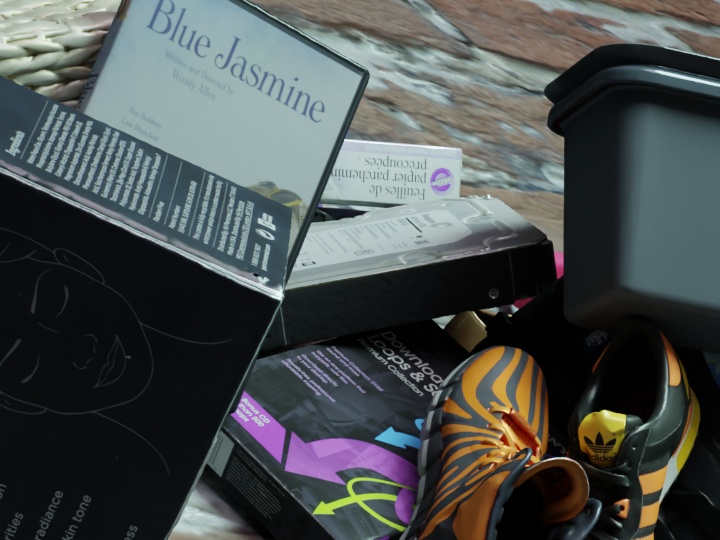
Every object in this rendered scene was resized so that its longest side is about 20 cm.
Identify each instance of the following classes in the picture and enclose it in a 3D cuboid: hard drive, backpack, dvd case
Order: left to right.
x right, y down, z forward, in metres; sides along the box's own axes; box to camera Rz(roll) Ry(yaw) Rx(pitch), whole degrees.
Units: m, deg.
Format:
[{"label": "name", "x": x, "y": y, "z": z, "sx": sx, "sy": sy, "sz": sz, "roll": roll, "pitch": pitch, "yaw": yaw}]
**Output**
[{"label": "dvd case", "x": -0.088, "y": -0.045, "z": 1.432, "sx": 0.142, "sy": 0.201, "sz": 0.018, "roll": 27, "pitch": -13, "yaw": -25}, {"label": "hard drive", "x": 0.000, "y": 0.000, "z": 1.598, "sx": 0.199, "sy": 0.038, "sz": 0.140, "roll": -10, "pitch": 15, "yaw": -10}, {"label": "backpack", "x": 0.170, "y": 0.099, "z": 1.583, "sx": 0.154, "sy": 0.163, "sz": 0.200, "roll": 37, "pitch": 18, "yaw": -40}]

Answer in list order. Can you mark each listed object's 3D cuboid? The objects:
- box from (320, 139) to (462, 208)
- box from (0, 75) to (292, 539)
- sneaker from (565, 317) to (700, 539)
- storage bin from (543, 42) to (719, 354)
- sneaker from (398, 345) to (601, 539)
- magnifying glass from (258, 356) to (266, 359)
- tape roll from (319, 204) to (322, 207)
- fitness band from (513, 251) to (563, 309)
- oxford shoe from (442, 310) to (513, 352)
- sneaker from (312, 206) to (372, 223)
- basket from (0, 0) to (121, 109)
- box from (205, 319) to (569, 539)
[{"label": "box", "x": -0.034, "y": -0.062, "z": 1.699, "sx": 0.199, "sy": 0.039, "sz": 0.041, "roll": 3, "pitch": -1, "yaw": -26}, {"label": "box", "x": -0.159, "y": 0.034, "z": 1.254, "sx": 0.196, "sy": 0.201, "sz": 0.124, "roll": 24, "pitch": 18, "yaw": -8}, {"label": "sneaker", "x": 0.125, "y": 0.117, "z": 1.450, "sx": 0.070, "sy": 0.090, "sz": 0.201, "roll": 6, "pitch": 56, "yaw": 22}, {"label": "storage bin", "x": 0.195, "y": -0.026, "z": 1.520, "sx": 0.199, "sy": 0.135, "sz": 0.145, "roll": 12, "pitch": -16, "yaw": -16}, {"label": "sneaker", "x": 0.081, "y": 0.106, "z": 1.406, "sx": 0.077, "sy": 0.112, "sz": 0.201, "roll": 36, "pitch": 47, "yaw": -19}, {"label": "magnifying glass", "x": -0.001, "y": 0.110, "z": 1.527, "sx": 0.200, "sy": 0.022, "sz": 0.079, "roll": 40, "pitch": 27, "yaw": 26}, {"label": "tape roll", "x": -0.109, "y": -0.100, "z": 1.795, "sx": 0.199, "sy": 0.066, "sz": 0.200, "roll": 20, "pitch": 12, "yaw": -4}, {"label": "fitness band", "x": 0.187, "y": 0.040, "z": 1.912, "sx": 0.199, "sy": 0.038, "sz": 0.144, "roll": 19, "pitch": 21, "yaw": -24}, {"label": "oxford shoe", "x": 0.133, "y": 0.069, "z": 1.728, "sx": 0.199, "sy": 0.072, "sz": 0.071, "roll": 16, "pitch": 21, "yaw": -32}, {"label": "sneaker", "x": -0.027, "y": -0.006, "z": 1.730, "sx": 0.199, "sy": 0.075, "sz": 0.079, "roll": 5, "pitch": 6, "yaw": -41}, {"label": "basket", "x": -0.210, "y": -0.081, "z": 1.469, "sx": 0.199, "sy": 0.124, "sz": 0.135, "roll": -9, "pitch": 22, "yaw": -25}, {"label": "box", "x": 0.011, "y": 0.093, "z": 1.503, "sx": 0.199, "sy": 0.036, "sz": 0.143, "roll": -14, "pitch": 46, "yaw": -46}]
